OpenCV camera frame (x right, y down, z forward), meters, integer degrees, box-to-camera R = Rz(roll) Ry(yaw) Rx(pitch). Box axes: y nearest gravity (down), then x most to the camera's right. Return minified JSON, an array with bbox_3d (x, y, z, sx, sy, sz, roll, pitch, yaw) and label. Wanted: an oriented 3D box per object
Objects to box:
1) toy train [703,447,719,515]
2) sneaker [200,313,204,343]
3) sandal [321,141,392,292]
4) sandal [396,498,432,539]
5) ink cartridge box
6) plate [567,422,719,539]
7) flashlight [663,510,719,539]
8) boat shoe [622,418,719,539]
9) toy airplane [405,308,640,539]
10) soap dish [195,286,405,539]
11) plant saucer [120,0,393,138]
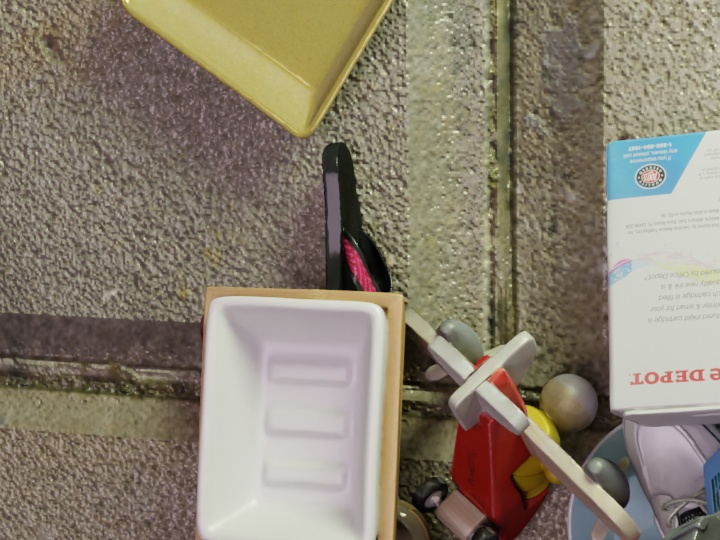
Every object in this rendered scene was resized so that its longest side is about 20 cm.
[{"bbox_3d":[0.341,0.154,1.549,0.200,0.114,0.087,5,63,-14],"label":"toy train"},{"bbox_3d":[-0.057,0.098,1.739,0.200,0.090,0.075,41,110,12],"label":"sneaker"},{"bbox_3d":[0.000,0.000,1.716,0.045,0.075,0.200,-3,93,11],"label":"sandal"},{"bbox_3d":[0.028,0.273,1.676,0.080,0.054,0.200,-6,98,24],"label":"sandal"},{"bbox_3d":[0.255,0.008,1.574,0.144,0.085,0.200,-5,75,23],"label":"ink cartridge box"},{"bbox_3d":[0.253,0.197,1.661,0.200,0.026,0.200,3,98,23],"label":"plate"},{"bbox_3d":[0.197,0.224,1.572,0.200,0.068,0.068,-43,73,49],"label":"flashlight"},{"bbox_3d":[0.252,0.178,1.609,0.074,0.067,0.200,-35,83,22],"label":"boat shoe"},{"bbox_3d":[0.116,0.110,1.637,0.199,0.141,0.200,-10,107,64],"label":"toy airplane"},{"bbox_3d":[-0.041,0.114,1.644,0.157,0.081,0.200,2,88,20],"label":"soap dish"},{"bbox_3d":[-0.061,-0.237,1.721,0.200,0.048,0.200,37,109,13],"label":"plant saucer"}]
